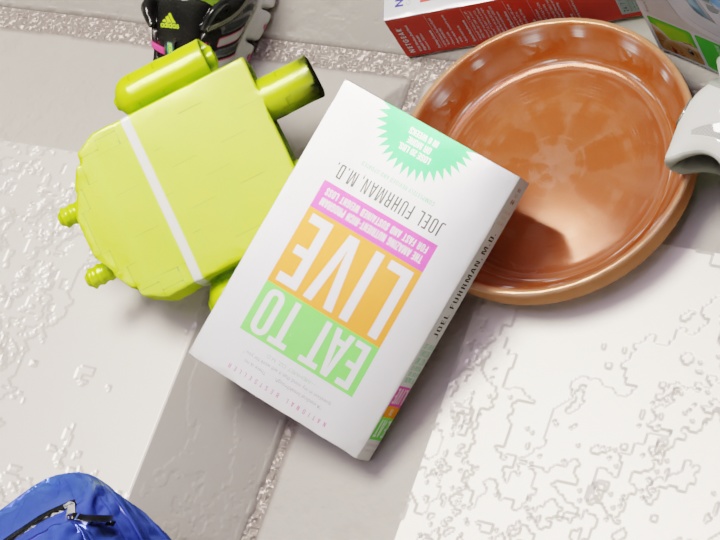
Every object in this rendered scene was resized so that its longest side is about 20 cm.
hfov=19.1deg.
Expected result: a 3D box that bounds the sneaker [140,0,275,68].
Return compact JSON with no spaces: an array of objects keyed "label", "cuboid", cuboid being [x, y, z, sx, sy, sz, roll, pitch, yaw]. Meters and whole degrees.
[{"label":"sneaker","cuboid":[-0.120,-0.149,1.482,0.074,0.087,0.200,8,68,27]}]

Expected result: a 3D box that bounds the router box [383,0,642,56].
[{"label":"router box","cuboid":[0.109,-0.256,1.460,0.179,0.049,0.201,-8,61,21]}]

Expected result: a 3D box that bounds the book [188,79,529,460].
[{"label":"book","cuboid":[0.000,0.000,1.344,0.133,0.048,0.200,30,93,21]}]

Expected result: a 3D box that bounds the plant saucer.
[{"label":"plant saucer","cuboid":[0.120,-0.068,1.367,0.200,0.032,0.201,-10,61,19]}]

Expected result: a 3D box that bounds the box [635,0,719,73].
[{"label":"box","cuboid":[0.248,-0.187,1.272,0.176,0.200,0.097,30,79,32]}]

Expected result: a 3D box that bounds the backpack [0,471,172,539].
[{"label":"backpack","cuboid":[-0.162,0.217,1.262,0.162,0.168,0.200,-32,52,-3]}]

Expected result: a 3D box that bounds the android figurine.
[{"label":"android figurine","cuboid":[-0.104,-0.057,1.417,0.200,0.041,0.182,-28,81,6]}]

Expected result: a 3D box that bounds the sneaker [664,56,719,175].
[{"label":"sneaker","cuboid":[0.268,-0.041,1.262,0.200,0.074,0.089,35,87,32]}]
